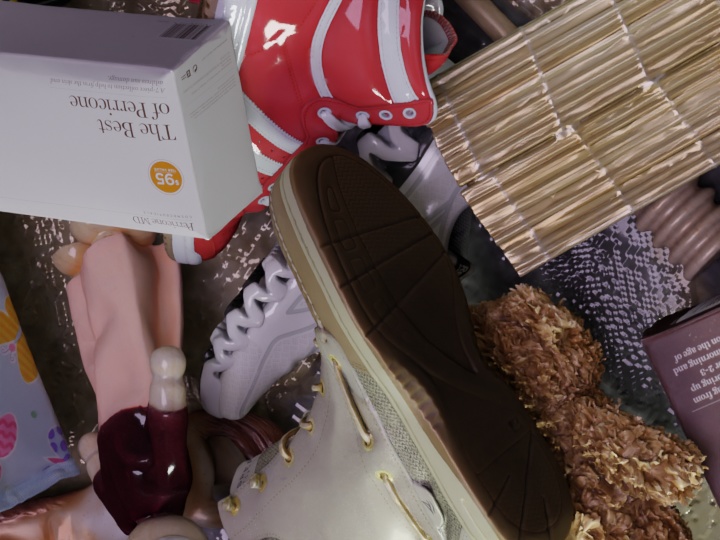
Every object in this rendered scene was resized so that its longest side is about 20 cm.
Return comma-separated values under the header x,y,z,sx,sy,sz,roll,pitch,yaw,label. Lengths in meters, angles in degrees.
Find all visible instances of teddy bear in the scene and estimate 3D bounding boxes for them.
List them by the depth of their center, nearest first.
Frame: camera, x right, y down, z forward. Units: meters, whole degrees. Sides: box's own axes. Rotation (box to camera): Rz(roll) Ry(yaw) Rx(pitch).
x,y,z,sx,sy,sz,roll,pitch,yaw,label
0.105,0.099,1.329,0.200,0.067,0.145,54,155,26,teddy bear

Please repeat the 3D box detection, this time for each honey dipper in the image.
x,y,z,sx,sy,sz,roll,pitch,yaw,label
0.089,-0.078,1.341,0.200,0.038,0.038,46,112,8,honey dipper

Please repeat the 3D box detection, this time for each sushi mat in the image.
x,y,z,sx,sy,sz,roll,pitch,yaw,label
0.129,-0.085,1.307,0.200,0.012,0.096,-29,89,6,sushi mat

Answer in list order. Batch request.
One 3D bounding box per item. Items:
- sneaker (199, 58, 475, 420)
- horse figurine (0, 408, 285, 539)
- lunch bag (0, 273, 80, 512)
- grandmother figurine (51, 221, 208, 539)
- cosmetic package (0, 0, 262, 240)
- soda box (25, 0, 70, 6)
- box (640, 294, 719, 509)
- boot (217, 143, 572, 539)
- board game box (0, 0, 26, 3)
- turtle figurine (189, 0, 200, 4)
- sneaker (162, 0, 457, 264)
x,y,z,sx,sy,sz,roll,pitch,yaw,label
0.000,0.000,1.370,0.081,0.075,0.200,39,108,-4,sneaker
-0.096,0.126,1.441,0.200,0.050,0.133,-41,91,23,horse figurine
-0.251,0.050,1.440,0.200,0.127,0.170,-17,96,43,lunch bag
-0.098,0.071,1.370,0.060,0.121,0.201,-6,67,-14,grandmother figurine
-0.144,-0.068,1.296,0.199,0.051,0.083,7,125,30,cosmetic package
-0.219,-0.194,1.414,0.071,0.063,0.200,-31,89,22,soda box
0.214,0.094,1.311,0.100,0.075,0.200,-25,90,22,box
-0.012,0.058,1.313,0.155,0.072,0.200,-31,89,45,boot
-0.229,-0.109,1.393,0.200,0.023,0.105,-25,96,45,board game box
-0.046,-0.195,1.338,0.149,0.101,0.201,-18,88,22,turtle figurine
-0.023,-0.069,1.323,0.112,0.071,0.200,9,137,-6,sneaker
